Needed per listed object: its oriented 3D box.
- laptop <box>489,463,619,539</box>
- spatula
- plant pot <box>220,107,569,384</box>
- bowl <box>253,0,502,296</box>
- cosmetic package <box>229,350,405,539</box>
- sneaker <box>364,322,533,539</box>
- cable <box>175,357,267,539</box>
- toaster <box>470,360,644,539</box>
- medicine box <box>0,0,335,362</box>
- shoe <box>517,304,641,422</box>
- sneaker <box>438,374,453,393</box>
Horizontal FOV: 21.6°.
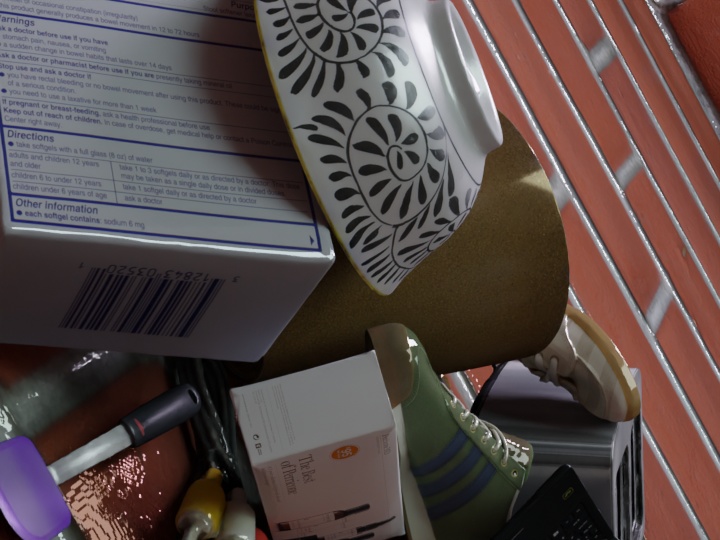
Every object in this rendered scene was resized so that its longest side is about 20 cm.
[{"bbox_3d":[0.126,0.248,1.196,0.103,0.177,0.200,40,-8,33],"label":"laptop"},{"bbox_3d":[-0.138,0.095,1.011,0.057,0.021,0.200,61,31,1],"label":"spatula"},{"bbox_3d":[0.000,0.000,1.218,0.200,0.186,0.187,-20,81,-27],"label":"plant pot"},{"bbox_3d":[0.022,-0.094,1.058,0.201,0.094,0.201,-19,90,-79],"label":"bowl"},{"bbox_3d":[-0.020,0.114,1.079,0.200,0.082,0.051,83,-11,-65],"label":"cosmetic package"},{"bbox_3d":[0.061,0.111,1.175,0.067,0.090,0.200,-113,-169,-60],"label":"sneaker"},{"bbox_3d":[-0.073,0.121,1.106,0.097,0.050,0.200,48,25,-31],"label":"cable"},{"bbox_3d":[0.136,0.161,1.355,0.181,0.119,0.200,-50,138,-68],"label":"toaster"},{"bbox_3d":[-0.131,-0.065,1.021,0.182,0.103,0.200,5,53,-27],"label":"medicine box"},{"bbox_3d":[0.118,0.046,1.308,0.200,0.053,0.070,45,-21,39],"label":"shoe"},{"bbox_3d":[-0.004,0.060,1.336,0.088,0.076,0.200,-23,84,-51],"label":"sneaker"}]
